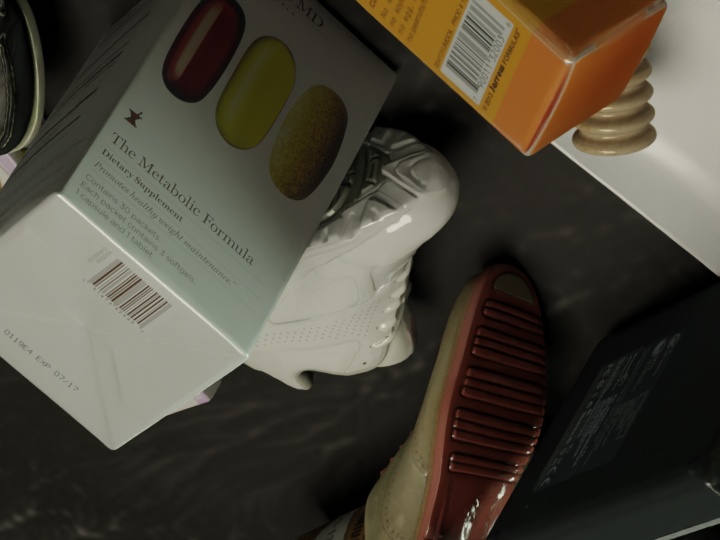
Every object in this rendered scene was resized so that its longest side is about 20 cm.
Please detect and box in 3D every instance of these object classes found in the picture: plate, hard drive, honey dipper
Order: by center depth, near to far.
[{"bbox_3d":[0.101,-0.147,1.188,0.038,0.038,0.201,5,115,22],"label":"honey dipper"},{"bbox_3d":[0.204,-0.066,1.239,0.199,0.032,0.200,38,135,-10],"label":"plate"},{"bbox_3d":[0.140,0.065,1.274,0.033,0.140,0.200,38,153,-11],"label":"hard drive"}]

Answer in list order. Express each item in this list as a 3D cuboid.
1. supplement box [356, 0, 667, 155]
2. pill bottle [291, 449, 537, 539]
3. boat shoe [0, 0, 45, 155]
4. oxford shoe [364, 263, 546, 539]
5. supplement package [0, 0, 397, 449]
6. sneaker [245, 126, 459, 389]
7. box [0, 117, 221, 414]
[{"bbox_3d":[0.029,-0.143,1.179,0.200,0.066,0.069,46,143,16],"label":"supplement box"},{"bbox_3d":[0.048,0.162,1.465,0.114,0.114,0.200,45,133,-18],"label":"pill bottle"},{"bbox_3d":[-0.203,-0.135,1.322,0.074,0.066,0.200,3,120,22],"label":"boat shoe"},{"bbox_3d":[0.035,0.092,1.373,0.075,0.201,0.070,5,167,45],"label":"oxford shoe"},{"bbox_3d":[-0.085,-0.041,1.279,0.114,0.200,0.109,41,135,-15],"label":"supplement package"},{"bbox_3d":[0.000,0.000,1.378,0.099,0.078,0.200,35,145,-17],"label":"sneaker"},{"bbox_3d":[-0.141,-0.011,1.449,0.041,0.039,0.200,-18,121,36],"label":"box"}]
